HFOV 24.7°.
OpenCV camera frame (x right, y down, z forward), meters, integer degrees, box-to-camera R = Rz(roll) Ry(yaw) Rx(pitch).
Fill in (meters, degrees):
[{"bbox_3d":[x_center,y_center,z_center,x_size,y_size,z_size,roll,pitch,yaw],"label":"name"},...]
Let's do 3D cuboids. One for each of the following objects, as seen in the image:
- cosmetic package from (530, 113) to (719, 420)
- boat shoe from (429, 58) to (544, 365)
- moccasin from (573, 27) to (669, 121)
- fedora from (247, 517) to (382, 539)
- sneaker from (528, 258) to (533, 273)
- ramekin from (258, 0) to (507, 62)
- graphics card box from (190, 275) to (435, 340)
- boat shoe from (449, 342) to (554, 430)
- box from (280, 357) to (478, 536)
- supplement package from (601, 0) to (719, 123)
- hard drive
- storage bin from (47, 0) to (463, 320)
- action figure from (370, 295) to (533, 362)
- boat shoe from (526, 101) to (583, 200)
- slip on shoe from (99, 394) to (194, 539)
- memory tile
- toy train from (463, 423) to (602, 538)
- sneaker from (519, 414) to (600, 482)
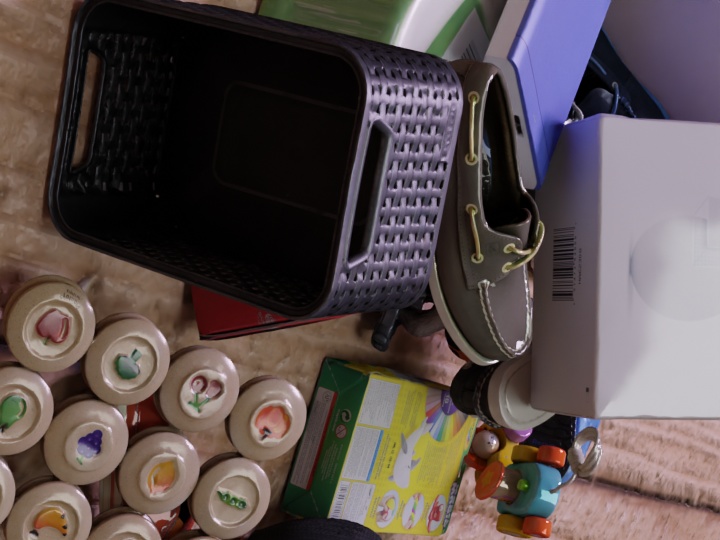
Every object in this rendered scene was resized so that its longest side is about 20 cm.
[{"bbox_3d":[0.232,0.002,1.153,0.197,0.123,0.202,2,88,-15],"label":"cosmetic package"},{"bbox_3d":[0.075,-0.032,1.002,0.072,0.060,0.204,-42,124,-47],"label":"boat shoe"},{"bbox_3d":[0.172,-0.127,1.261,0.068,0.080,0.201,-32,85,-44],"label":"moccasin"},{"bbox_3d":[-0.023,0.229,1.136,0.201,0.198,0.093,52,31,-52],"label":"fedora"},{"bbox_3d":[0.187,-0.029,1.357,0.079,0.089,0.200,-68,159,-8],"label":"sneaker"},{"bbox_3d":[0.026,-0.133,1.063,0.199,0.097,0.202,-30,128,-47],"label":"ramekin"},{"bbox_3d":[0.000,0.000,1.057,0.199,0.124,0.052,-11,89,-53],"label":"graphics card box"},{"bbox_3d":[0.150,0.070,1.246,0.199,0.060,0.075,-24,110,-39],"label":"boat shoe"},{"bbox_3d":[0.026,0.136,1.240,0.199,0.048,0.119,19,88,-56],"label":"box"},{"bbox_3d":[0.257,-0.223,1.288,0.147,0.190,0.202,-34,132,-44],"label":"supplement package"},{"bbox_3d":[0.133,-0.174,1.102,0.132,0.025,0.202,69,38,-53],"label":"hard drive"},{"bbox_3d":[-0.058,-0.064,0.871,0.093,0.198,0.137,-4,108,-56],"label":"storage bin"},{"bbox_3d":[0.095,-0.013,1.228,0.202,0.104,0.193,-68,157,-7],"label":"action figure"},{"bbox_3d":[0.129,-0.113,1.210,0.073,0.061,0.202,-60,132,-59],"label":"boat shoe"},{"bbox_3d":[-0.125,0.153,0.982,0.060,0.074,0.203,0,108,-10],"label":"slip on shoe"},{"bbox_3d":[-0.132,0.104,0.918,0.199,0.017,0.155,27,92,-32],"label":"memory tile"},{"bbox_3d":[0.125,0.121,1.322,0.055,0.201,0.151,18,114,-18],"label":"toy train"},{"bbox_3d":[0.191,0.098,1.466,0.202,0.065,0.078,-71,159,-2],"label":"sneaker"}]
